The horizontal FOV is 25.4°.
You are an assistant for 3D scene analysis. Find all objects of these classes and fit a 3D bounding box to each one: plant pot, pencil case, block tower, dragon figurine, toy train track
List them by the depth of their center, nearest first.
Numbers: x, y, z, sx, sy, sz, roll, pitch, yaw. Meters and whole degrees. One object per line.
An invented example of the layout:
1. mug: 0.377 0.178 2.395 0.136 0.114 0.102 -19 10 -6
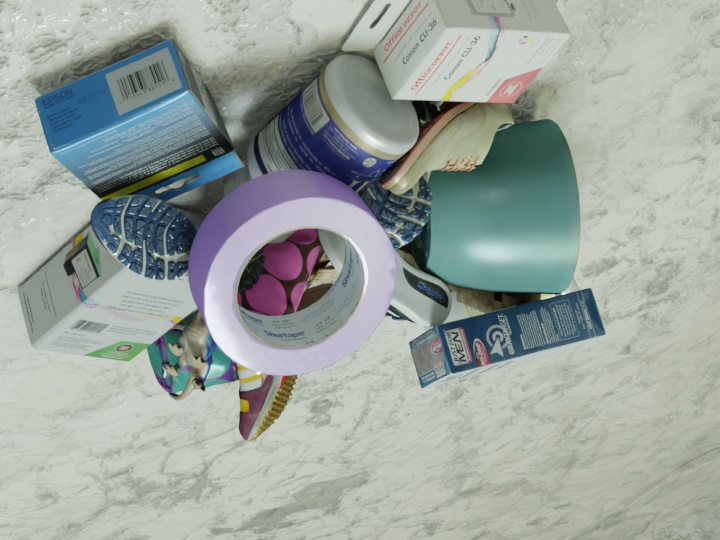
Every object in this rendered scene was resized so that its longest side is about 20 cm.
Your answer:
1. pencil case: -0.091 -0.002 1.742 0.094 0.200 0.091 24 146 -5
2. plant pot: 0.141 -0.068 1.811 0.161 0.201 0.201 -4 151 -10
3. dragon figurine: -0.183 0.083 1.880 0.100 0.059 0.200 -56 167 -33
4. toy train track: -0.019 0.030 1.910 0.115 0.033 0.200 -15 152 -38
5. block tower: 0.118 -0.001 1.927 0.054 0.200 0.058 -55 158 -34
6. pencil case: -0.162 0.091 2.000 0.200 0.085 0.093 -14 118 -17

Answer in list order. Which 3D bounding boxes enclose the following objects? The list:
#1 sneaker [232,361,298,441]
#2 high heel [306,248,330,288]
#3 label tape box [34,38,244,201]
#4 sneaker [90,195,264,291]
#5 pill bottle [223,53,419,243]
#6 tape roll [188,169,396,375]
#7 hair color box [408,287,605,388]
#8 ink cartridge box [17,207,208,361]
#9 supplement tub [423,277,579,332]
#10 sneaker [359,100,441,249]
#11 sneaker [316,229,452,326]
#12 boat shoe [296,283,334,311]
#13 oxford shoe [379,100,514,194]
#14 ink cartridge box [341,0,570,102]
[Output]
1. sneaker: -0.124 0.112 1.942 0.075 0.090 0.200 -36 151 -61
2. high heel: -0.065 -0.038 1.853 0.200 0.071 0.143 -18 148 -14
3. label tape box: -0.211 -0.133 1.554 0.144 0.063 0.200 -23 161 3
4. sneaker: -0.198 -0.024 1.623 0.200 0.077 0.085 23 172 -40
5. pill bottle: -0.046 -0.119 1.644 0.120 0.120 0.200 8 142 -45
6. tape roll: -0.067 0.003 1.585 0.200 0.066 0.201 -9 121 -16
7. hair color box: 0.167 0.077 1.825 0.200 0.061 0.100 -13 170 -20
8. ink cartridge box: -0.260 0.013 1.777 0.200 0.084 0.145 -37 149 31
9. supplement tub: 0.176 0.031 2.066 0.200 0.145 0.145 -24 154 6
10. sneaker: 0.033 -0.088 1.712 0.077 0.200 0.085 37 145 -17
11. sneaker: 0.000 0.000 1.778 0.200 0.073 0.112 40 159 -30
12. boat shoe: -0.062 0.057 1.802 0.068 0.075 0.200 23 165 -34
13. oxford shoe: 0.097 -0.132 1.671 0.200 0.074 0.071 -44 -169 -32
14. ink cartridge box: 0.094 -0.228 1.597 0.200 0.068 0.117 -3 148 -33
